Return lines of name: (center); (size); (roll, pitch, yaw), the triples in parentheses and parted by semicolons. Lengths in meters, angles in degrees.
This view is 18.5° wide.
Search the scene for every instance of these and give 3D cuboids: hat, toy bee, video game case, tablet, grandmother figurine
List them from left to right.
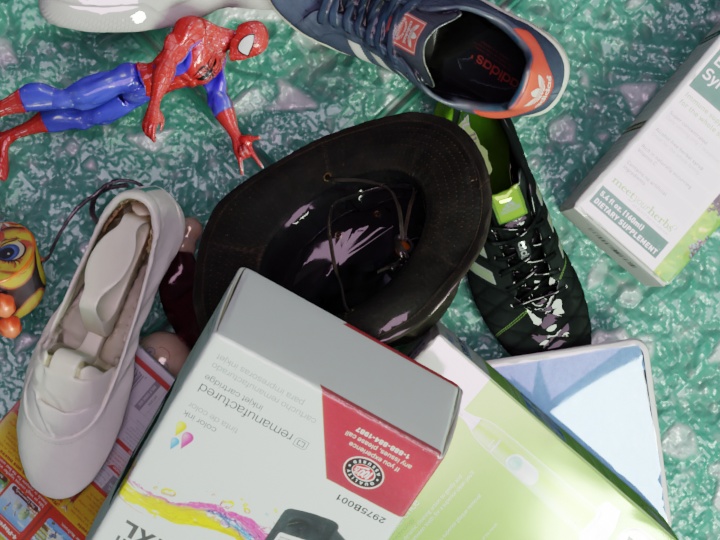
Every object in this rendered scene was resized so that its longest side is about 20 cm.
toy bee: (-0.240, -0.007, 1.362); (0.200, 0.109, 0.131); (-23, 128, 17)
video game case: (-0.176, 0.145, 1.355); (0.143, 0.017, 0.200); (41, 89, 15)
grandmother figurine: (-0.080, 0.014, 1.402); (0.200, 0.061, 0.121); (-44, 64, -5)
hat: (0.000, 0.000, 1.335); (0.200, 0.081, 0.201); (-16, 50, 20)
tablet: (0.092, 0.120, 1.398); (0.200, 0.014, 0.130); (-9, 96, -1)

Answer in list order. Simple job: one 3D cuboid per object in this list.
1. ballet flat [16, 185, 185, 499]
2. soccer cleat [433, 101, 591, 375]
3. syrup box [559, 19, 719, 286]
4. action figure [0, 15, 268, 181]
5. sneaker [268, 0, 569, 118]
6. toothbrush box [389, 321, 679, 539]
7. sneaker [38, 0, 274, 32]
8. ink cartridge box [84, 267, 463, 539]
ballet flat: (-0.164, 0.039, 1.330); (0.069, 0.069, 0.200); (21, 84, -1)
soccer cleat: (0.094, -0.023, 1.398); (0.067, 0.081, 0.200); (-21, 89, -3)
syrup box: (0.223, -0.089, 1.406); (0.079, 0.081, 0.200); (41, 88, -1)
action figure: (-0.142, -0.091, 1.374); (0.200, 0.065, 0.099); (-24, 66, 10)
sneaker: (0.028, -0.148, 1.330); (0.200, 0.085, 0.075); (21, 105, 12)
toothbrush box: (0.073, 0.150, 1.351); (0.200, 0.086, 0.146); (40, 95, -6)
sneaker: (-0.108, -0.205, 1.393); (0.200, 0.075, 0.089); (-11, 115, -12)
ink cartridge box: (-0.055, 0.123, 1.247); (0.146, 0.083, 0.200); (28, 118, -5)
